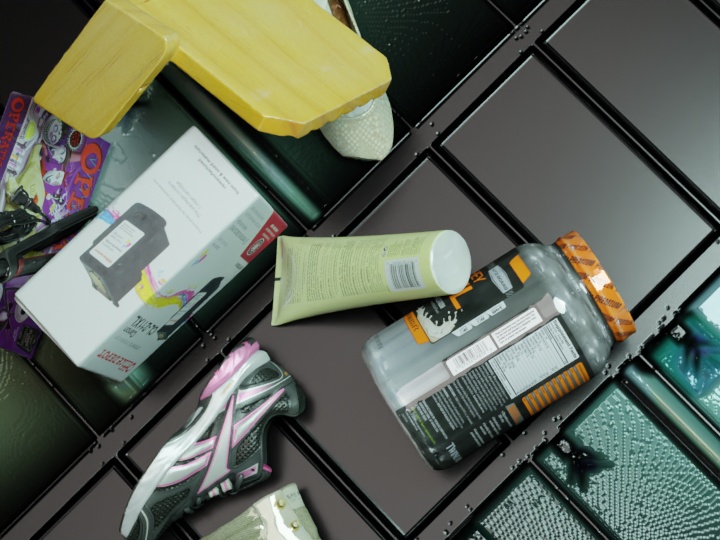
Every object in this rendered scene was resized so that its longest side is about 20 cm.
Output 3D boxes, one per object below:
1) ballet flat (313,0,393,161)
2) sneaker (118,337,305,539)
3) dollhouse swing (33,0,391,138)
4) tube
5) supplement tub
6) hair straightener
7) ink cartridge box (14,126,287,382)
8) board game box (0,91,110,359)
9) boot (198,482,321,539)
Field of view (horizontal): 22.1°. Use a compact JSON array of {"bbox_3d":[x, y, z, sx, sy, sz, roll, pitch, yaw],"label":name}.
[{"bbox_3d":[-0.027,-0.186,1.568,0.067,0.062,0.201,-21,78,4],"label":"ballet flat"},{"bbox_3d":[-0.119,0.158,1.516,0.086,0.080,0.200,36,92,2],"label":"sneaker"},{"bbox_3d":[-0.110,-0.146,1.487,0.176,0.200,0.182,50,129,6],"label":"dollhouse swing"},{"bbox_3d":[0.000,0.000,1.505,0.199,0.052,0.058,-7,34,42],"label":"tube"},{"bbox_3d":[0.111,0.060,1.475,0.199,0.123,0.123,-32,77,1],"label":"supplement tub"},{"bbox_3d":[-0.273,-0.028,1.495,0.041,0.200,0.077,-39,82,28],"label":"hair straightener"},{"bbox_3d":[-0.168,-0.008,1.515,0.200,0.146,0.083,-44,79,-1],"label":"ink cartridge box"},{"bbox_3d":[-0.284,-0.036,1.549,0.032,0.120,0.201,15,82,25],"label":"board game box"},{"bbox_3d":[-0.020,0.240,1.491,0.199,0.072,0.155,-26,75,3],"label":"boot"}]
